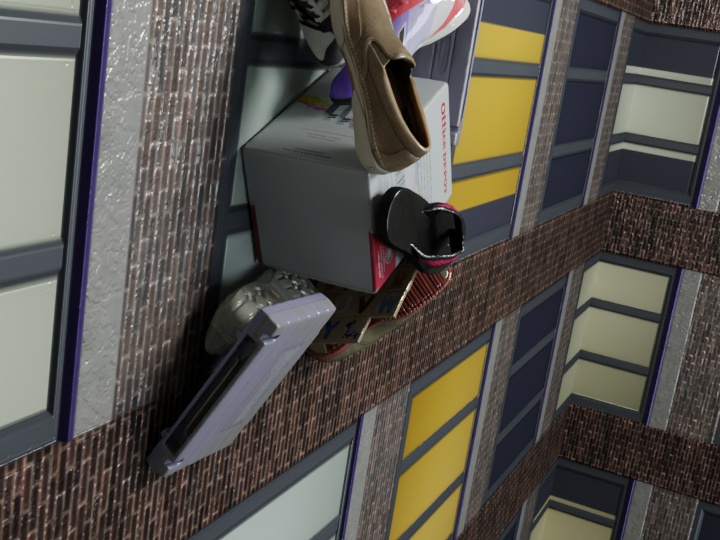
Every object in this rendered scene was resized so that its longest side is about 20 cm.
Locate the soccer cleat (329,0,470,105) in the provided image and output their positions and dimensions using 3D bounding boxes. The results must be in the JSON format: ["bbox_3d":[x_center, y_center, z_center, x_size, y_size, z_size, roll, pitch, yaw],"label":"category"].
[{"bbox_3d":[0.033,-0.246,1.064,0.200,0.068,0.073,-43,131,-22],"label":"soccer cleat"}]

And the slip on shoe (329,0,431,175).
[{"bbox_3d":[0.022,-0.190,0.944,0.076,0.060,0.201,6,75,-49],"label":"slip on shoe"}]

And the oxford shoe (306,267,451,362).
[{"bbox_3d":[0.021,0.046,1.258,0.199,0.071,0.075,-28,159,0],"label":"oxford shoe"}]

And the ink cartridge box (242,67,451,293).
[{"bbox_3d":[-0.006,-0.102,1.083,0.200,0.144,0.146,-50,145,-45],"label":"ink cartridge box"}]

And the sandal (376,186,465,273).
[{"bbox_3d":[0.073,-0.037,1.036,0.200,0.045,0.075,16,85,-66],"label":"sandal"}]

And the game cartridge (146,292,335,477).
[{"bbox_3d":[-0.113,0.106,0.993,0.200,0.038,0.130,-52,170,19],"label":"game cartridge"}]

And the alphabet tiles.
[{"bbox_3d":[0.000,0.000,1.152,0.006,0.166,0.200,49,54,-34],"label":"alphabet tiles"}]

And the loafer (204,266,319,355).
[{"bbox_3d":[-0.100,0.043,1.069,0.070,0.070,0.200,-44,170,20],"label":"loafer"}]

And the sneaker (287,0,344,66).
[{"bbox_3d":[-0.057,-0.277,0.976,0.088,0.075,0.201,-41,138,-32],"label":"sneaker"}]

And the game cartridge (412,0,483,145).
[{"bbox_3d":[0.065,-0.252,1.168,0.038,0.129,0.201,-25,126,-68],"label":"game cartridge"}]
